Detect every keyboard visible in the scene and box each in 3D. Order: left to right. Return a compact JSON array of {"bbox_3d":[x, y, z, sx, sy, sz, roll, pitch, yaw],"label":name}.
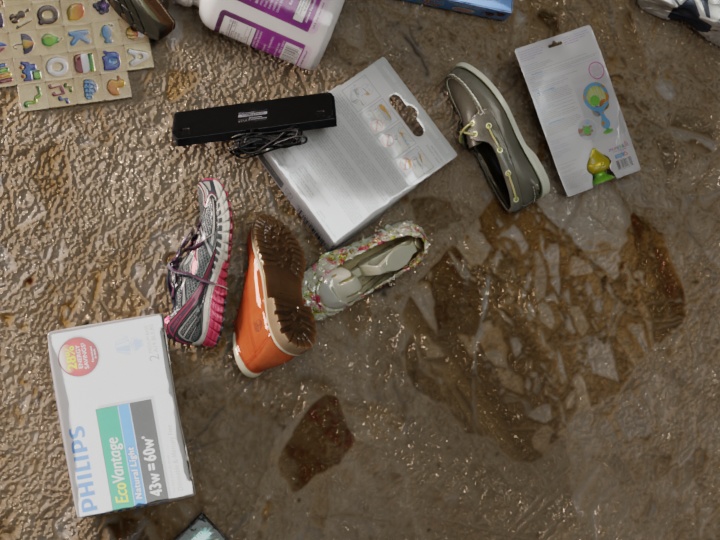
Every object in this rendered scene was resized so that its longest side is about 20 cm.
[{"bbox_3d":[-0.127,-0.166,1.514,0.200,0.104,0.040,-8,125,2],"label":"keyboard"}]

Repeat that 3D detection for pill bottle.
[{"bbox_3d":[-0.127,-0.331,1.536,0.200,0.112,0.112,22,76,-8],"label":"pill bottle"}]

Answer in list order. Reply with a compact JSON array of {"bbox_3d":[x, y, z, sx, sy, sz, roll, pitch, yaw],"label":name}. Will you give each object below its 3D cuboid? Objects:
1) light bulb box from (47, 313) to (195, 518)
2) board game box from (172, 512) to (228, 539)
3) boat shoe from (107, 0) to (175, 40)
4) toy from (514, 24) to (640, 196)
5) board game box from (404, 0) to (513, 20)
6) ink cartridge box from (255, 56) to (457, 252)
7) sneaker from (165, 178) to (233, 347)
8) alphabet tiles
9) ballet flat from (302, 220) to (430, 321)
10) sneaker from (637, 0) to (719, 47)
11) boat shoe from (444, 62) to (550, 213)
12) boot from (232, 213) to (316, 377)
[{"bbox_3d":[-0.262,0.162,1.375,0.125,0.200,0.199,-10,83,-13],"label":"light bulb box"},{"bbox_3d":[-0.210,0.393,1.435,0.200,0.028,0.135,-42,90,-15],"label":"board game box"},{"bbox_3d":[-0.289,-0.372,1.523,0.074,0.076,0.200,-41,91,-19],"label":"boat shoe"},{"bbox_3d":[0.276,-0.204,1.634,0.115,0.047,0.200,-20,88,-18],"label":"toy"},{"bbox_3d":[0.106,-0.418,1.639,0.200,0.037,0.151,9,78,-9],"label":"board game box"},{"bbox_3d":[-0.007,-0.144,1.564,0.200,0.057,0.163,-36,88,-20],"label":"ink cartridge box"},{"bbox_3d":[-0.190,-0.012,1.484,0.075,0.081,0.200,7,79,-9],"label":"sneaker"},{"bbox_3d":[-0.358,-0.281,1.533,0.200,0.006,0.167,-10,82,-13],"label":"alphabet tiles"},{"bbox_3d":[0.000,0.000,1.525,0.200,0.064,0.076,-34,110,-15],"label":"ballet flat"},{"bbox_3d":[0.483,-0.381,1.690,0.199,0.079,0.130,23,85,3],"label":"sneaker"},{"bbox_3d":[0.162,-0.167,1.590,0.060,0.072,0.202,-33,92,-20],"label":"boat shoe"},{"bbox_3d":[-0.118,0.029,1.494,0.075,0.107,0.200,20,46,-35],"label":"boot"}]
